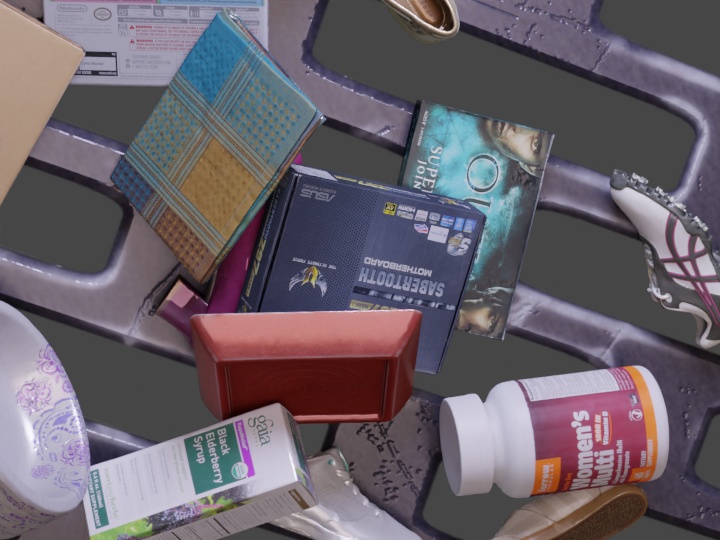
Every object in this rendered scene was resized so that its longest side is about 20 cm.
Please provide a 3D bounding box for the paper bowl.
[{"bbox_3d":[-0.328,0.134,1.587,0.104,0.201,0.202,-23,102,15],"label":"paper bowl"}]

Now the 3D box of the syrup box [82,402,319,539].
[{"bbox_3d":[-0.145,0.195,1.654,0.198,0.082,0.079,-19,63,6],"label":"syrup box"}]

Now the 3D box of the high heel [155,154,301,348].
[{"bbox_3d":[-0.093,-0.010,1.670,0.096,0.067,0.201,37,102,-9],"label":"high heel"}]

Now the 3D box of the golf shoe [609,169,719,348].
[{"bbox_3d":[0.299,-0.011,1.745,0.200,0.077,0.088,42,96,-12],"label":"golf shoe"}]

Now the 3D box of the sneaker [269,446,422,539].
[{"bbox_3d":[-0.023,0.212,1.721,0.198,0.075,0.089,22,82,-11],"label":"sneaker"}]

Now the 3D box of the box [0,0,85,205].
[{"bbox_3d":[-0.359,-0.148,1.614,0.163,0.021,0.201,29,103,-12],"label":"box"}]

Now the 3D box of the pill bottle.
[{"bbox_3d":[0.180,0.154,1.726,0.198,0.110,0.111,-7,99,-10],"label":"pill bottle"}]

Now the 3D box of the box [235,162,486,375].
[{"bbox_3d":[0.000,0.000,1.647,0.198,0.051,0.159,12,104,-25],"label":"box"}]

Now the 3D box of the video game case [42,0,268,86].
[{"bbox_3d":[-0.179,-0.248,1.604,0.198,0.022,0.184,1,118,1],"label":"video game case"}]

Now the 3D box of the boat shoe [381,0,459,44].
[{"bbox_3d":[0.019,-0.288,1.660,0.200,0.063,0.073,43,90,-10],"label":"boat shoe"}]

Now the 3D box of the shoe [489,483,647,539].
[{"bbox_3d":[0.181,0.253,1.774,0.199,0.054,0.070,-28,134,-2],"label":"shoe"}]

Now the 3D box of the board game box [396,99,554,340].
[{"bbox_3d":[0.094,-0.046,1.724,0.134,0.028,0.202,12,96,-11],"label":"board game box"}]

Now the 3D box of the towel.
[{"bbox_3d":[-0.127,-0.109,1.609,0.147,0.022,0.201,48,117,22],"label":"towel"}]

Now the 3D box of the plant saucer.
[{"bbox_3d":[-0.047,0.092,1.625,0.197,0.200,0.037,-1,64,-2],"label":"plant saucer"}]
